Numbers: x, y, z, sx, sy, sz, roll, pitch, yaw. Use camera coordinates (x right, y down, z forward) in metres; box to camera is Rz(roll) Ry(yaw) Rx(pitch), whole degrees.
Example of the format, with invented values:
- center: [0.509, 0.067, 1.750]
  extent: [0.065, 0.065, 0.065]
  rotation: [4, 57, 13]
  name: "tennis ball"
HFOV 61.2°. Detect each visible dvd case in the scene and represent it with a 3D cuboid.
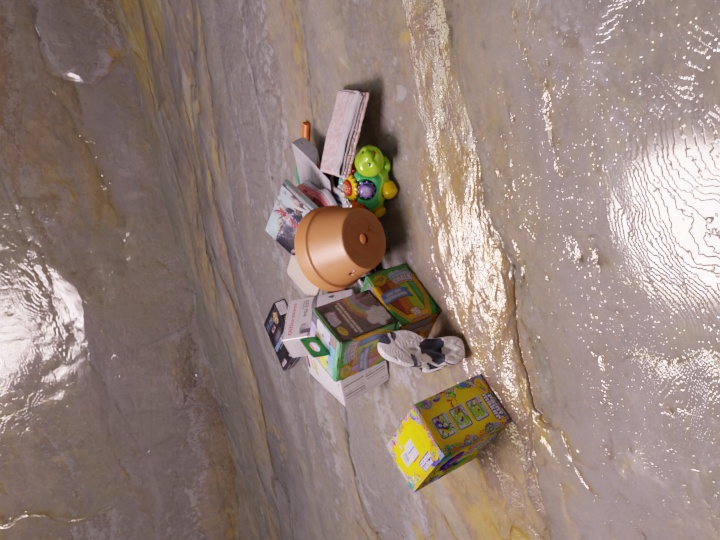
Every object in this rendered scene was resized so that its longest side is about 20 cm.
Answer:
- center: [-0.173, -0.124, 1.596]
  extent: [0.146, 0.022, 0.201]
  rotation: [42, 138, 7]
  name: "dvd case"

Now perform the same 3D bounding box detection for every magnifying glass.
- center: [-0.161, -0.329, 1.758]
  extent: [0.080, 0.022, 0.203]
  rotation: [45, 141, 41]
  name: "magnifying glass"

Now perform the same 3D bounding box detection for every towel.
- center: [-0.044, -0.324, 1.441]
  extent: [0.191, 0.032, 0.204]
  rotation: [-142, 65, -67]
  name: "towel"

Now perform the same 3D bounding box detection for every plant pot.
- center: [-0.035, -0.061, 1.407]
  extent: [0.139, 0.198, 0.205]
  rotation: [-13, 94, 49]
  name: "plant pot"

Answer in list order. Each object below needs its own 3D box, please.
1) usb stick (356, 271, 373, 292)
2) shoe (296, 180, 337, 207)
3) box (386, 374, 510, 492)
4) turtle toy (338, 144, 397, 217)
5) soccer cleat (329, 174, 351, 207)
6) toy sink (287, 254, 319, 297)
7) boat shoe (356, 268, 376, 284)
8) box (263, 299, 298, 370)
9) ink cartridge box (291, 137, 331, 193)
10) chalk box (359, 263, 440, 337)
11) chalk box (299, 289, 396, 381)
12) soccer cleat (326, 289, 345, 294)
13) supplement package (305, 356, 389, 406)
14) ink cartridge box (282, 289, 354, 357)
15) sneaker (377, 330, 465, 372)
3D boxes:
- center: [0.000, 0.000, 1.544]
  extent: [0.055, 0.033, 0.203]
  rotation: [-27, 95, 19]
  name: "usb stick"
- center: [-0.135, -0.174, 1.596]
  extent: [0.200, 0.090, 0.073]
  rotation: [37, 150, 52]
  name: "shoe"
- center: [0.187, 0.354, 1.327]
  extent: [0.123, 0.190, 0.202]
  rotation: [56, 147, 27]
  name: "box"
- center: [0.013, -0.217, 1.431]
  extent: [0.148, 0.099, 0.201]
  rotation: [61, 148, 20]
  name: "turtle toy"
- center: [-0.029, -0.172, 1.544]
  extent: [0.202, 0.069, 0.087]
  rotation: [62, 169, 23]
  name: "soccer cleat"
- center: [-0.110, -0.036, 1.705]
  extent: [0.130, 0.111, 0.202]
  rotation: [45, 139, 22]
  name: "toy sink"
- center: [-0.010, -0.059, 1.592]
  extent: [0.065, 0.073, 0.203]
  rotation: [-26, 93, 52]
  name: "boat shoe"
- center: [-0.278, 0.237, 2.215]
  extent: [0.201, 0.049, 0.200]
  rotation: [64, 150, 18]
  name: "box"
- center: [-0.109, -0.242, 1.647]
  extent: [0.200, 0.057, 0.164]
  rotation: [43, 155, 35]
  name: "ink cartridge box"
- center: [0.074, 0.074, 1.450]
  extent: [0.201, 0.123, 0.125]
  rotation: [54, 145, 28]
  name: "chalk box"
- center: [-0.038, 0.151, 1.355]
  extent: [0.125, 0.197, 0.126]
  rotation: [46, 141, 38]
  name: "chalk box"
- center: [-0.076, 0.130, 1.800]
  extent: [0.076, 0.066, 0.203]
  rotation: [44, 137, 33]
  name: "soccer cleat"
- center: [-0.043, 0.251, 1.693]
  extent: [0.199, 0.154, 0.113]
  rotation: [29, 139, 50]
  name: "supplement package"
- center: [-0.104, 0.145, 1.664]
  extent: [0.148, 0.196, 0.086]
  rotation: [-85, -24, -43]
  name: "ink cartridge box"
- center: [0.125, 0.190, 1.371]
  extent: [0.130, 0.194, 0.081]
  rotation: [115, 151, -64]
  name: "sneaker"
